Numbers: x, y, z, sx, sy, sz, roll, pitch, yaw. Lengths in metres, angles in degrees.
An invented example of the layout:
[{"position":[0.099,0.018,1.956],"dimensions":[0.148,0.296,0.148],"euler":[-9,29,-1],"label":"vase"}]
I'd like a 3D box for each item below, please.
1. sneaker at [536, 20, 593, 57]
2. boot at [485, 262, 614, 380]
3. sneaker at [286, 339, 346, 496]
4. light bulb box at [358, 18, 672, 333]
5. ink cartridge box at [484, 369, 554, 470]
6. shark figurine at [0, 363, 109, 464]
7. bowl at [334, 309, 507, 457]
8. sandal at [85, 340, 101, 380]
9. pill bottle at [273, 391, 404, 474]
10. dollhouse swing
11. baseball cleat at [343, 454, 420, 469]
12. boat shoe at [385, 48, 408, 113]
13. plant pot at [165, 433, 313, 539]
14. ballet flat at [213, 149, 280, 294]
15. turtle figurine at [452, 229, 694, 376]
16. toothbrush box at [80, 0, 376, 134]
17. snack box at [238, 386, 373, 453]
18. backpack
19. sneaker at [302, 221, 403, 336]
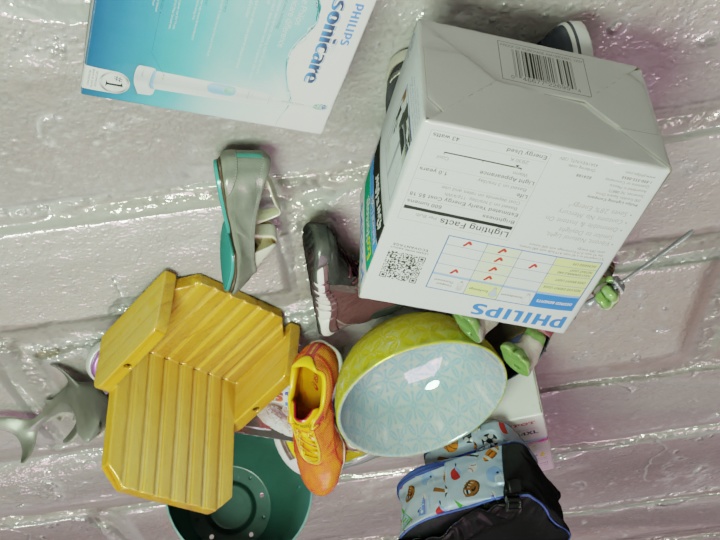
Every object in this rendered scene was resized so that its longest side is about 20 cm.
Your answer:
[{"position":[0.146,-0.136,0.871],"dimensions":[0.078,0.079,0.201],"euler":[-5,146,-12],"label":"sneaker"},{"position":[0.216,0.062,1.139],"dimensions":[0.199,0.098,0.074],"euler":[-28,140,27],"label":"boot"},{"position":[-0.061,0.182,1.147],"dimensions":[0.072,0.077,0.203],"euler":[7,113,25],"label":"sneaker"},{"position":[0.112,-0.070,0.796],"dimensions":[0.195,0.126,0.201],"euler":[10,138,-10],"label":"light bulb box"},{"position":[0.172,0.175,1.263],"dimensions":[0.127,0.127,0.201],"euler":[-13,145,9],"label":"ink cartridge box"},{"position":[-0.376,0.159,1.215],"dimensions":[0.213,0.129,0.090],"euler":[-14,122,40],"label":"shark figurine"},{"position":[0.058,0.111,1.111],"dimensions":[0.197,0.108,0.202],"euler":[-10,135,-10],"label":"bowl"},{"position":[-0.241,0.148,1.184],"dimensions":[0.201,0.050,0.083],"euler":[23,96,-28],"label":"sandal"},{"position":[-0.012,0.185,1.260],"dimensions":[0.199,0.110,0.109],"euler":[-29,139,28],"label":"pill bottle"},{"position":[-0.177,0.143,1.093],"dimensions":[0.199,0.177,0.182],"euler":[27,123,-37],"label":"dollhouse swing"},{"position":[0.027,0.253,1.395],"dimensions":[0.198,0.070,0.107],"euler":[-18,143,16],"label":"baseball cleat"},{"position":[0.056,-0.112,0.902],"dimensions":[0.072,0.063,0.201],"euler":[-8,144,3],"label":"boat shoe"},{"position":[-0.175,0.316,1.351],"dimensions":[0.198,0.203,0.161],"euler":[2,158,-12],"label":"plant pot"},{"position":[-0.111,-0.043,0.969],"dimensions":[0.063,0.068,0.201],"euler":[-8,145,-11],"label":"ballet flat"},{"position":[0.191,-0.005,0.989],"dimensions":[0.144,0.194,0.200],"euler":[43,167,-4],"label":"turtle figurine"},{"position":[-0.103,-0.197,0.739],"dimensions":[0.197,0.086,0.147],"euler":[7,141,-18],"label":"toothbrush box"},{"position":[-0.072,0.178,1.214],"dimensions":[0.198,0.073,0.024],"euler":[4,-173,27],"label":"snack box"},{"position":[0.138,0.283,1.171],"dimensions":[0.189,0.155,0.200],"euler":[-25,131,16],"label":"backpack"},{"position":[0.000,0.000,1.051],"dimensions":[0.114,0.077,0.201],"euler":[-10,155,-4],"label":"sneaker"}]
